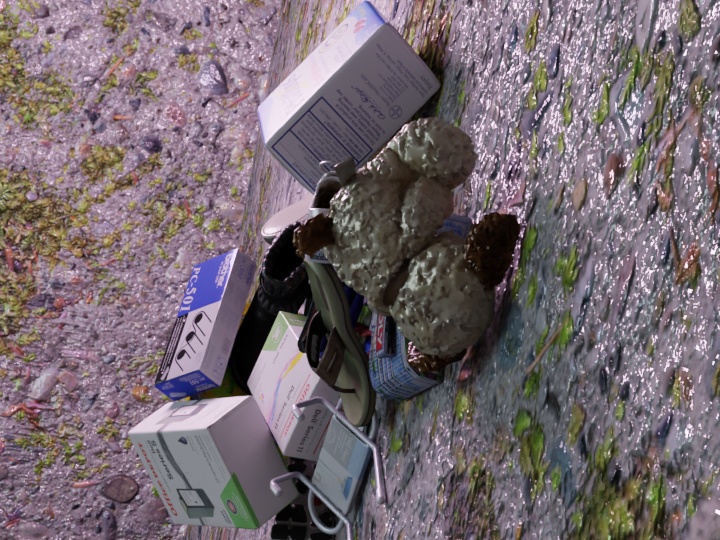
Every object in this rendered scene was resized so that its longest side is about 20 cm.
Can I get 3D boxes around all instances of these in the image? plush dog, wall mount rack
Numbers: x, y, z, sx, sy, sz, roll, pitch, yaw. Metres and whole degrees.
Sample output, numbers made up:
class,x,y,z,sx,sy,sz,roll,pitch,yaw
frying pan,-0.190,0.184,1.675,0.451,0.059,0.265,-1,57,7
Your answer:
class,x,y,z,sx,sy,sz,roll,pitch,yaw
plush dog,0.048,-0.005,1.162,0.160,0.171,0.202,-27,-30,-45
wall mount rack,-0.024,0.246,1.521,0.173,0.074,0.202,39,125,34

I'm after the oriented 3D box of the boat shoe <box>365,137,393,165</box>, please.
class,x,y,z,sx,sy,sz,roll,pitch,yaw
boat shoe,0.004,-0.182,1.778,0.201,0.062,0.074,156,124,-77

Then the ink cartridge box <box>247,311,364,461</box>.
class,x,y,z,sx,sy,sz,roll,pitch,yaw
ink cartridge box,-0.065,0.153,1.648,0.118,0.067,0.200,-65,32,19

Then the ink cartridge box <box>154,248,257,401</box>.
class,x,y,z,sx,sy,sz,roll,pitch,yaw
ink cartridge box,-0.207,0.072,1.796,0.093,0.044,0.202,-20,42,38

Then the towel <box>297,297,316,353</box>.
class,x,y,z,sx,sy,sz,roll,pitch,yaw
towel,-0.031,-0.006,1.635,0.201,0.021,0.148,-67,-6,-58

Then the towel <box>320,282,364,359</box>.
class,x,y,z,sx,sy,sz,roll,pitch,yaw
towel,0.000,0.000,1.581,0.201,0.049,0.149,-68,-6,-52

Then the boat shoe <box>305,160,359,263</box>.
class,x,y,z,sx,sy,sz,roll,pitch,yaw
boat shoe,-0.024,-0.078,1.456,0.202,0.073,0.088,-53,-36,-67

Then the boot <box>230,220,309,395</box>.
class,x,y,z,sx,sy,sz,roll,pitch,yaw
boot,-0.112,0.050,1.771,0.158,0.078,0.214,127,158,-68

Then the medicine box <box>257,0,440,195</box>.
class,x,y,z,sx,sy,sz,roll,pitch,yaw
medicine box,-0.019,-0.206,1.596,0.200,0.103,0.182,-43,19,8

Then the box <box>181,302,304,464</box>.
class,x,y,z,sx,sy,sz,roll,pitch,yaw
box,-0.147,0.163,1.889,0.123,0.197,0.195,114,162,-49

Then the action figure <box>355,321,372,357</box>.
class,x,y,z,sx,sy,sz,roll,pitch,yaw
action figure,0.012,0.101,1.530,0.200,0.051,0.066,-158,83,-77

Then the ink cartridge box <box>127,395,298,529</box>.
class,x,y,z,sx,sy,sz,roll,pitch,yaw
ink cartridge box,-0.190,0.246,1.705,0.199,0.084,0.147,-11,108,50

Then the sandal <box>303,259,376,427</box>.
class,x,y,z,sx,sy,sz,roll,pitch,yaw
sandal,-0.035,0.078,1.452,0.080,0.057,0.204,20,131,63

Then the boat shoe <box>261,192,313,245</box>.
class,x,y,z,sx,sy,sz,roll,pitch,yaw
boat shoe,-0.067,-0.075,1.883,0.200,0.066,0.058,-44,-54,-46

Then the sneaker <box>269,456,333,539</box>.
class,x,y,z,sx,sy,sz,roll,pitch,yaw
sneaker,-0.068,0.327,1.716,0.202,0.079,0.084,-78,-7,-46

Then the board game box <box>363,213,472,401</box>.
class,x,y,z,sx,sy,sz,roll,pitch,yaw
board game box,0.052,0.017,1.352,0.200,0.061,0.203,132,147,-72

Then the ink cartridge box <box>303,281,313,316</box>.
class,x,y,z,sx,sy,sz,roll,pitch,yaw
ink cartridge box,-0.033,0.008,1.809,0.104,0.058,0.203,-129,50,-76
